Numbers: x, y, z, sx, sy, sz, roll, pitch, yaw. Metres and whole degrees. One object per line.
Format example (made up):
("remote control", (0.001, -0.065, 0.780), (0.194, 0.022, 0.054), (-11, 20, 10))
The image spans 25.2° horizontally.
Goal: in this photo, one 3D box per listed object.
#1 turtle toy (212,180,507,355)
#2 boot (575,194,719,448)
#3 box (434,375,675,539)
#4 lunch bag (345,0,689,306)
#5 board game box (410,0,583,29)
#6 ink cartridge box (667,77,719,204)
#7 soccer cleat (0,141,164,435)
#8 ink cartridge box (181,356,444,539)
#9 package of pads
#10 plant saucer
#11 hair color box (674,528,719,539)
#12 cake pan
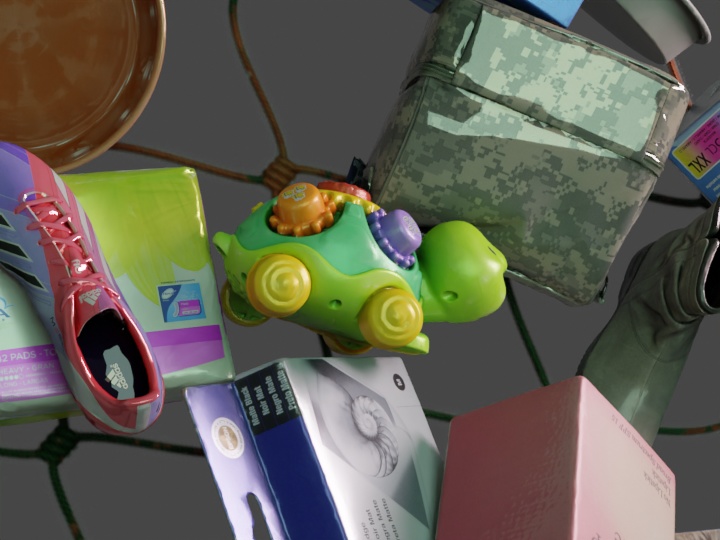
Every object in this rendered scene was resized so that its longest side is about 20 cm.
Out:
("turtle toy", (0.000, 0.000, 1.057), (0.199, 0.146, 0.102), (16, 81, -13))
("boot", (0.216, 0.040, 1.137), (0.067, 0.131, 0.201), (25, 66, -7))
("box", (0.122, 0.190, 1.012), (0.128, 0.109, 0.201), (45, 38, -33))
("lunch bag", (0.106, -0.081, 1.136), (0.199, 0.139, 0.169), (22, 84, -9))
("board game box", (0.054, -0.230, 1.156), (0.199, 0.152, 0.045), (33, 82, -7))
("ink cartridge box", (0.332, -0.060, 1.215), (0.200, 0.076, 0.136), (47, 31, -2))
("soccer cleat", (-0.173, 0.005, 0.963), (0.066, 0.076, 0.201), (-25, 84, -24))
("ink cartridge box", (-0.004, 0.150, 1.007), (0.199, 0.040, 0.201), (1, 63, -56))
("package of pads", (-0.191, 0.014, 1.034), (0.199, 0.068, 0.156), (-7, 75, -22))
("plant saucer", (-0.227, -0.160, 1.062), (0.199, 0.032, 0.202), (0, 94, -5))
("hair color box", (0.229, 0.282, 1.102), (0.099, 0.061, 0.201), (-2, 73, -20))
("cake pan", (0.172, -0.223, 1.190), (0.200, 0.200, 0.037), (42, 96, -3))
